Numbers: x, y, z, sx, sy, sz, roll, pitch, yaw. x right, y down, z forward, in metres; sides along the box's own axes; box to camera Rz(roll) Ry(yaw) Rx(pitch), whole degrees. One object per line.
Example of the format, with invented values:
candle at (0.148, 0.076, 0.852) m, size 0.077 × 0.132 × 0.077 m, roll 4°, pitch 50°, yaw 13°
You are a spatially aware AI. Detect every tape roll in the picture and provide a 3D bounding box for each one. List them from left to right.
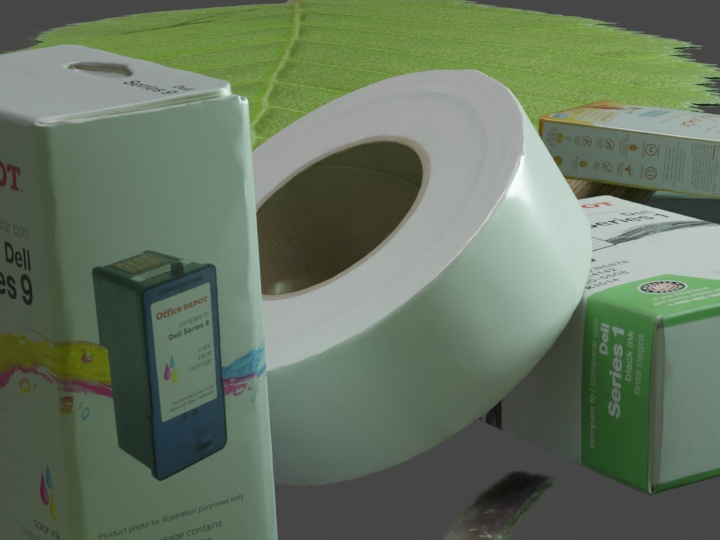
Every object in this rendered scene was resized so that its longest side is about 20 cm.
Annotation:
tape roll at (0.000, 0.000, 0.897) m, size 0.202 × 0.071 × 0.203 m, roll -25°, pitch 32°, yaw 17°

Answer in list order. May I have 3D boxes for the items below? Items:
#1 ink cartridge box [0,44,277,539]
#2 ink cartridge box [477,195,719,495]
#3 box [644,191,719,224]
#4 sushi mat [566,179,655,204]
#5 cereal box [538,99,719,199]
ink cartridge box at (-0.105, 0.026, 0.737) m, size 0.087 × 0.201 × 0.145 m, roll -11°, pitch 18°, yaw -34°
ink cartridge box at (0.126, 0.028, 0.944) m, size 0.145 × 0.085 × 0.200 m, roll -10°, pitch 17°, yaw -32°
box at (0.195, -0.051, 1.337) m, size 0.155 × 0.041 × 0.200 m, roll 1°, pitch 13°, yaw 10°
sushi mat at (0.136, -0.051, 1.242) m, size 0.095 × 0.012 × 0.200 m, roll 12°, pitch 30°, yaw 27°
cereal box at (0.217, -0.067, 1.170) m, size 0.199 × 0.040 × 0.144 m, roll 8°, pitch 11°, yaw 21°
